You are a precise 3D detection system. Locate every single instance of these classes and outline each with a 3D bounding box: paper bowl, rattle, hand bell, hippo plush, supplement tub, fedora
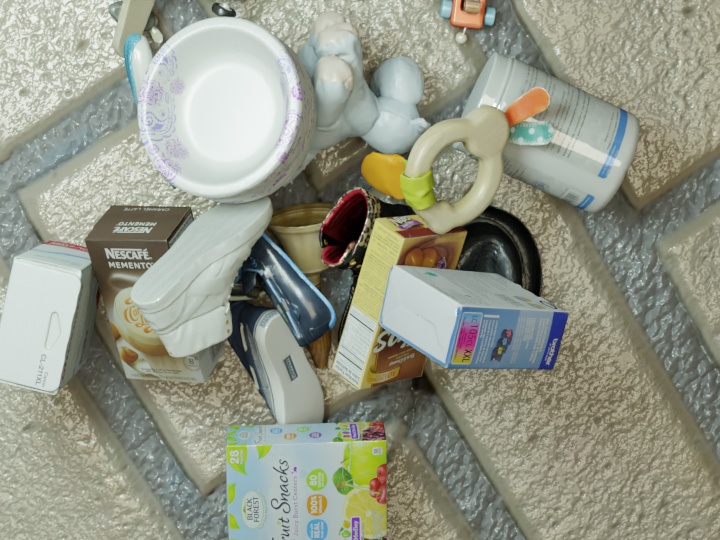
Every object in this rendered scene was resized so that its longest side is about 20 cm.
[{"bbox_3d":[-0.145,-0.178,1.517,0.197,0.104,0.204,-1,85,17],"label":"paper bowl"},{"bbox_3d":[0.117,-0.147,1.557,0.130,0.143,0.200,43,84,-17],"label":"rattle"},{"bbox_3d":[-0.061,0.027,1.661,0.102,0.104,0.203,-5,108,-2],"label":"hand bell"},{"bbox_3d":[0.009,-0.201,1.591,0.158,0.159,0.203,10,77,-15],"label":"hippo plush"},{"bbox_3d":[0.226,-0.167,1.618,0.198,0.132,0.134,25,95,-5],"label":"supplement tub"},{"bbox_3d":[0.144,0.020,1.652,0.197,0.092,0.204,0,96,-2],"label":"fedora"}]

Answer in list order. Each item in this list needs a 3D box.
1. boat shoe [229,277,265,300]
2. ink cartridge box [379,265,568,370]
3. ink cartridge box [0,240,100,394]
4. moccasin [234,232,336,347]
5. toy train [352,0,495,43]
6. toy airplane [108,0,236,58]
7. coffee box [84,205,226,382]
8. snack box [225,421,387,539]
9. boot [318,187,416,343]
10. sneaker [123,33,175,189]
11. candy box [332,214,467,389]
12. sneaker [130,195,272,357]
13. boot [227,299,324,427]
[{"bbox_3d":[-0.200,-0.024,1.638,0.197,0.066,0.075,22,53,1],"label":"boat shoe"},{"bbox_3d":[0.140,0.055,1.518,0.198,0.136,0.078,2,108,-37],"label":"ink cartridge box"},{"bbox_3d":[-0.367,0.050,1.582,0.081,0.200,0.148,13,95,-3],"label":"ink cartridge box"},{"bbox_3d":[-0.114,0.005,1.576,0.068,0.081,0.200,-43,71,-7],"label":"moccasin"},{"bbox_3d":[0.079,-0.369,1.628,0.197,0.056,0.153,13,95,-4],"label":"toy train"},{"bbox_3d":[-0.238,-0.375,1.573,0.198,0.141,0.201,-31,129,-12],"label":"toy airplane"},{"bbox_3d":[-0.243,0.029,1.593,0.112,0.080,0.203,1,122,20],"label":"coffee box"},{"bbox_3d":[-0.066,0.278,1.641,0.196,0.068,0.172,-2,106,-2],"label":"snack box"},{"bbox_3d":[0.000,0.000,1.612,0.073,0.150,0.202,31,94,33],"label":"boot"},{"bbox_3d":[-0.228,-0.200,1.605,0.080,0.077,0.202,-22,126,-3],"label":"sneaker"},{"bbox_3d":[0.047,0.036,1.588,0.056,0.116,0.203,35,119,36],"label":"candy box"},{"bbox_3d":[-0.165,0.009,1.522,0.200,0.073,0.116,-43,133,-21],"label":"sneaker"},{"bbox_3d":[-0.109,0.127,1.673,0.072,0.090,0.203,-32,124,-33],"label":"boot"}]
